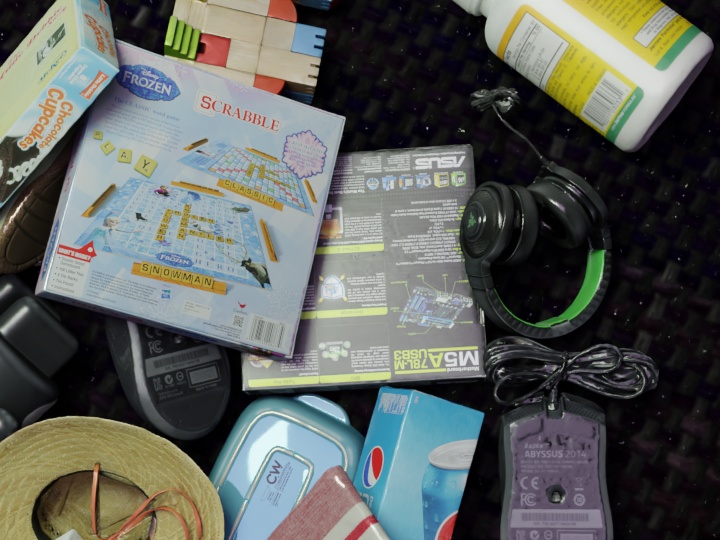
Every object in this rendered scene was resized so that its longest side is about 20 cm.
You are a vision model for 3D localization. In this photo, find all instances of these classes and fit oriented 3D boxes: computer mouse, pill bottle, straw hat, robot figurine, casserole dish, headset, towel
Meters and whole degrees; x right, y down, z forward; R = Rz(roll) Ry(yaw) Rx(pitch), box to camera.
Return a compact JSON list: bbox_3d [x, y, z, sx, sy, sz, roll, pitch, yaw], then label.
[{"bbox_3d":[-0.158,0.037,1.196,0.138,0.053,0.200,-7,85,-40],"label":"computer mouse"},{"bbox_3d":[0.172,-0.196,1.201,0.200,0.113,0.113,38,85,10],"label":"pill bottle"},{"bbox_3d":[-0.206,0.188,1.171,0.201,0.085,0.201,-1,107,-3],"label":"straw hat"},{"bbox_3d":[-0.322,0.095,1.180,0.200,0.150,0.125,-42,93,-4],"label":"robot figurine"},{"bbox_3d":[-0.071,0.191,1.189,0.121,0.039,0.200,25,82,7],"label":"casserole dish"},{"bbox_3d":[0.158,0.156,1.169,0.138,0.053,0.200,5,83,3],"label":"computer mouse"},{"bbox_3d":[0.129,-0.046,1.188,0.123,0.094,0.200,-16,102,-25],"label":"headset"},{"bbox_3d":[-0.005,0.263,1.084,0.144,0.023,0.200,-50,59,21],"label":"towel"}]

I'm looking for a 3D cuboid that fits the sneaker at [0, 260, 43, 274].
[{"bbox_3d":[-0.252,-0.036,1.220,0.200,0.078,0.099,-39,76,-2],"label":"sneaker"}]

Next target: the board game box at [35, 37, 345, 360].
[{"bbox_3d":[-0.127,-0.052,1.145,0.200,0.041,0.200,18,78,-21],"label":"board game box"}]

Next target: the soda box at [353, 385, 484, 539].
[{"bbox_3d":[0.030,0.195,1.157,0.068,0.064,0.200,19,82,-22],"label":"soda box"}]

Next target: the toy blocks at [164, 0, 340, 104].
[{"bbox_3d":[-0.091,-0.180,1.236,0.136,0.100,0.200,12,78,-6],"label":"toy blocks"}]

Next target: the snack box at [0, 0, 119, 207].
[{"bbox_3d":[-0.259,-0.113,1.121,0.037,0.116,0.200,34,111,-31],"label":"snack box"}]

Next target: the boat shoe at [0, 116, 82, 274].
[{"bbox_3d":[-0.244,-0.088,1.175,0.076,0.072,0.200,25,67,23],"label":"boat shoe"}]

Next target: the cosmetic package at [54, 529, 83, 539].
[{"bbox_3d":[-0.202,0.305,1.121,0.102,0.074,0.200,-31,103,4],"label":"cosmetic package"}]

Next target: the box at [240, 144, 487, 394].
[{"bbox_3d":[0.000,0.000,1.214,0.200,0.048,0.194,-4,82,3],"label":"box"}]
